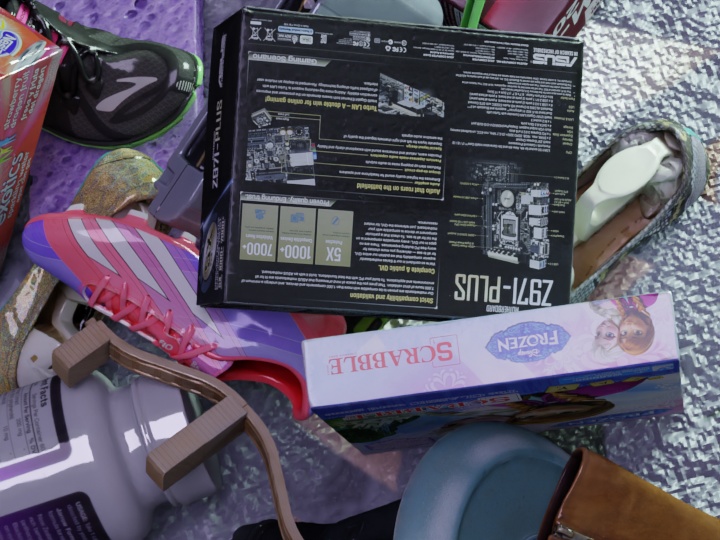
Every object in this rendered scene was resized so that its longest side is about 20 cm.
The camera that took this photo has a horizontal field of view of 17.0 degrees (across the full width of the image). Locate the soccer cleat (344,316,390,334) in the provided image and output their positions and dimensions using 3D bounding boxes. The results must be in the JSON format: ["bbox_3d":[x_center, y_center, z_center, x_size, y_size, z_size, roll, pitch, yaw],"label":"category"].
[{"bbox_3d":[0.001,0.001,1.471,0.200,0.084,0.065,-29,111,14],"label":"soccer cleat"}]

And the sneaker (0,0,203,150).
[{"bbox_3d":[-0.195,-0.127,1.490,0.200,0.084,0.077,10,77,14],"label":"sneaker"}]

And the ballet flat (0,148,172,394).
[{"bbox_3d":[-0.174,0.021,1.462,0.071,0.071,0.200,33,95,16],"label":"ballet flat"}]

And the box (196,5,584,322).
[{"bbox_3d":[0.016,-0.054,1.354,0.200,0.086,0.164,3,87,-14],"label":"box"}]

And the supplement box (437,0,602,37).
[{"bbox_3d":[0.061,-0.218,1.518,0.200,0.061,0.109,34,82,15],"label":"supplement box"}]

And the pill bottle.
[{"bbox_3d":[-0.189,0.124,1.432,0.200,0.111,0.112,-18,72,3],"label":"pill bottle"}]

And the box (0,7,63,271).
[{"bbox_3d":[-0.265,-0.065,1.452,0.100,0.200,0.095,34,37,16],"label":"box"}]

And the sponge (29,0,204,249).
[{"bbox_3d":[-0.155,-0.106,1.537,0.111,0.030,0.200,-4,73,9],"label":"sponge"}]

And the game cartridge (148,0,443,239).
[{"bbox_3d":[-0.033,-0.097,1.453,0.040,0.133,0.200,37,97,30],"label":"game cartridge"}]

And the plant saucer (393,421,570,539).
[{"bbox_3d":[0.096,0.179,1.336,0.027,0.200,0.201,-21,67,41],"label":"plant saucer"}]

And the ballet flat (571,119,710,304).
[{"bbox_3d":[0.125,-0.022,1.447,0.200,0.072,0.072,-41,72,-4],"label":"ballet flat"}]

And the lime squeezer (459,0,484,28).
[{"bbox_3d":[0.030,-0.083,1.471,0.200,0.071,0.038,-49,60,2],"label":"lime squeezer"}]

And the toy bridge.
[{"bbox_3d":[-0.092,0.096,1.364,0.067,0.027,0.200,-35,69,-23],"label":"toy bridge"}]

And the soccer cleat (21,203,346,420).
[{"bbox_3d":[-0.105,0.023,1.396,0.200,0.067,0.077,20,67,-7],"label":"soccer cleat"}]

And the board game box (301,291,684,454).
[{"bbox_3d":[0.081,0.061,1.360,0.199,0.200,0.041,-8,78,8],"label":"board game box"}]

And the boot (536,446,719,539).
[{"bbox_3d":[0.179,0.214,1.317,0.200,0.068,0.189,22,75,-20],"label":"boot"}]

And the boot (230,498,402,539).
[{"bbox_3d":[-0.011,0.225,1.353,0.168,0.076,0.201,-13,62,43],"label":"boot"}]
